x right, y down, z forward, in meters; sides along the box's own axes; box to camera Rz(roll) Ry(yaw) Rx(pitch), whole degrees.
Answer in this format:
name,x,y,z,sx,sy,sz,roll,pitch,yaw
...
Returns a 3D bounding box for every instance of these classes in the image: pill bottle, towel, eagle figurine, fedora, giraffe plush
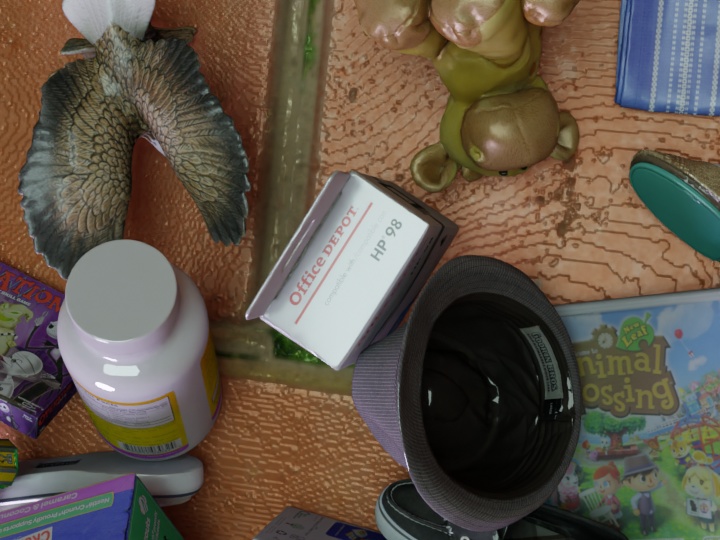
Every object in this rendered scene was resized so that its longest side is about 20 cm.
name,x,y,z,sx,sy,sz,roll,pitch,yaw
pill bottle,-0.154,0.056,0.933,0.103,0.201,0.106,1,64,-2
towel,0.283,-0.181,0.939,0.197,0.024,0.147,5,93,11
eagle figurine,-0.161,-0.106,0.969,0.149,0.202,0.152,17,135,-26
fedora,0.062,0.083,0.898,0.090,0.198,0.180,-5,78,45
giraffe plush,0.087,-0.136,0.918,0.170,0.200,0.165,-3,108,16

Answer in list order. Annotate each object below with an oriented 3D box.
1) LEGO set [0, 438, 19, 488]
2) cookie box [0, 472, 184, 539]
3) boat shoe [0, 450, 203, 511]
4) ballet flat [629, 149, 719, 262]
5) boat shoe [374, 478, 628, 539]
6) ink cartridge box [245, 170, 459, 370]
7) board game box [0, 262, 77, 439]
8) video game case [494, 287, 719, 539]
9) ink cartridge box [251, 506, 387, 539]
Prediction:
name,x,y,z,sx,sy,sz,roll,pitch,yaw
LEGO set,-0.362,0.145,0.998,0.200,0.115,0.155,44,108,35
cookie box,-0.197,0.253,0.961,0.169,0.076,0.201,-16,132,11
boat shoe,-0.211,0.181,1.023,0.197,0.072,0.067,-7,97,11
ballet flat,0.277,-0.026,0.931,0.200,0.071,0.065,44,71,5
boat shoe,0.101,0.181,0.933,0.198,0.069,0.057,16,130,23
ink cartridge box,0.000,0.000,0.910,0.066,0.200,0.117,34,98,9
board game box,-0.298,0.041,1.018,0.198,0.120,0.033,25,127,9
video game case,0.195,0.111,0.940,0.197,0.022,0.185,-7,90,26
ink cartridge box,0.023,0.223,0.960,0.197,0.099,0.040,12,96,12
